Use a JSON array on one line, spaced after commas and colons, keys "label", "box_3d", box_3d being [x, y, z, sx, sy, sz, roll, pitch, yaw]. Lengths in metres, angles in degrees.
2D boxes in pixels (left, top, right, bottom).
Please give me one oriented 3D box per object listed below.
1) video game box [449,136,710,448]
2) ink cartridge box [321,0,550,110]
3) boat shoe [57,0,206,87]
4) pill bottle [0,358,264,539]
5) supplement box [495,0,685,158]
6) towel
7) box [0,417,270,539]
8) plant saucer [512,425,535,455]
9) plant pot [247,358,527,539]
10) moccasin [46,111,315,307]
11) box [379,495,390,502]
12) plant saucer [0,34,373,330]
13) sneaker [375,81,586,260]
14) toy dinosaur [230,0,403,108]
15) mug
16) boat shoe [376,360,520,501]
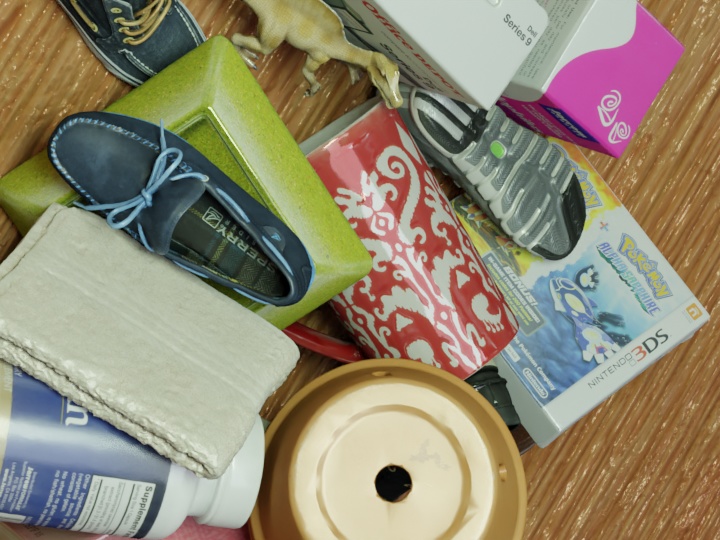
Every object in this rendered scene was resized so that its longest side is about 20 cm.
[{"label": "video game box", "box_3d": [0.153, 0.011, 1.608, 0.182, 0.047, 0.200, -33, 81, -31]}, {"label": "ink cartridge box", "box_3d": [0.016, -0.202, 1.432, 0.146, 0.200, 0.084, 39, 82, -35]}, {"label": "boat shoe", "box_3d": [-0.159, -0.183, 1.385, 0.071, 0.091, 0.200, -53, 126, -10]}, {"label": "pill bottle", "box_3d": [-0.170, 0.119, 1.347, 0.199, 0.111, 0.112, 10, 98, -20]}, {"label": "supplement box", "box_3d": [0.129, -0.170, 1.521, 0.101, 0.200, 0.104, 36, 83, -36]}, {"label": "towel", "box_3d": [-0.149, 0.045, 1.321, 0.199, 0.035, 0.133, 32, 45, 1]}, {"label": "box", "box_3d": [-0.153, 0.187, 1.476, 0.199, 0.128, 0.110, -29, 117, -26]}, {"label": "plant saucer", "box_3d": [0.111, 0.080, 1.687, 0.199, 0.034, 0.202, -11, 110, -31]}, {"label": "plant pot", "box_3d": [0.018, 0.150, 1.365, 0.198, 0.140, 0.202, 0, 78, 0]}, {"label": "moccasin", "box_3d": [-0.115, -0.045, 1.334, 0.199, 0.068, 0.081, 27, 102, -5]}, {"label": "box", "box_3d": [0.006, 0.206, 1.547, 0.036, 0.200, 0.145, -46, 124, -15]}, {"label": "plant saucer", "box_3d": [-0.123, -0.025, 1.399, 0.199, 0.048, 0.200, -32, 102, 7]}, {"label": "sneaker", "box_3d": [0.086, -0.088, 1.566, 0.200, 0.115, 0.075, 46, 73, -31]}, {"label": "toy dinosaur", "box_3d": [-0.054, -0.178, 1.429, 0.199, 0.101, 0.058, 30, 68, -8]}, {"label": "mug", "box_3d": [0.008, -0.007, 1.507, 0.133, 0.177, 0.201, -41, 100, -41]}, {"label": "boat shoe", "box_3d": [0.048, 0.144, 1.579, 0.073, 0.063, 0.201, -4, 150, -44]}]
